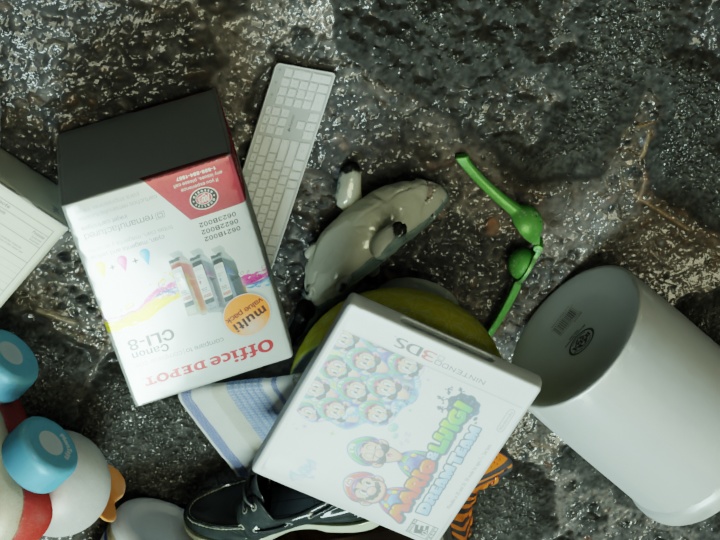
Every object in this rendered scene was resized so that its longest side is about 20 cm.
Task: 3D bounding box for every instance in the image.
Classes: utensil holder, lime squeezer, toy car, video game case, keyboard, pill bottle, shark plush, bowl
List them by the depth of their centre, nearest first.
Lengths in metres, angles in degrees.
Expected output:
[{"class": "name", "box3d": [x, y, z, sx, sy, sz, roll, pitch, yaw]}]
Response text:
[{"class": "video game case", "box3d": [0.029, 0.132, 1.640, 0.181, 0.024, 0.200, 24, 121, -11]}, {"class": "keyboard", "box3d": [-0.076, -0.086, 1.670, 0.056, 0.011, 0.201, 10, 115, -20]}, {"class": "toy car", "box3d": [-0.293, 0.171, 1.695, 0.184, 0.177, 0.200, -43, 150, 25]}, {"class": "shark plush", "box3d": [0.000, 0.000, 1.709, 0.083, 0.091, 0.201, 10, 114, -54]}, {"class": "bowl", "box3d": [0.042, 0.072, 1.719, 0.199, 0.108, 0.201, 8, 145, 6]}, {"class": "lime squeezer", "box3d": [0.134, -0.018, 1.750, 0.070, 0.038, 0.201, -14, 122, -7]}, {"class": "utensil holder", "box3d": [0.261, 0.115, 1.782, 0.170, 0.170, 0.200, -45, 119, 11]}, {"class": "pill bottle", "box3d": [-0.217, 0.323, 1.796, 0.115, 0.116, 0.201, 20, 111, -24]}]

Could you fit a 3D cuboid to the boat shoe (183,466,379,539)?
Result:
[{"class": "boat shoe", "box3d": [-0.074, 0.204, 1.739, 0.198, 0.075, 0.066, -3, 137, 18]}]

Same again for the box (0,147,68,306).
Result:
[{"class": "box", "box3d": [-0.342, -0.004, 1.602, 0.095, 0.078, 0.200, 37, 104, -29]}]

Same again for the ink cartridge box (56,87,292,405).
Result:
[{"class": "ink cartridge box", "box3d": [-0.155, -0.019, 1.600, 0.145, 0.145, 0.201, -17, 120, -2]}]

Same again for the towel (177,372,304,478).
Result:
[{"class": "towel", "box3d": [-0.051, 0.137, 1.728, 0.199, 0.024, 0.147, -8, 138, 25]}]

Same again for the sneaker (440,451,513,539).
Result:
[{"class": "sneaker", "box3d": [0.101, 0.223, 1.852, 0.112, 0.078, 0.200, -35, 141, -16]}]

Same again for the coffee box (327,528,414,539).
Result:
[{"class": "coffee box", "box3d": [-0.019, 0.310, 1.754, 0.199, 0.113, 0.080, -10, 152, -10]}]

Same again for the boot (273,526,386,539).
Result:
[{"class": "boot", "box3d": [-0.043, 0.249, 1.835, 0.154, 0.077, 0.201, -11, 129, -7]}]
